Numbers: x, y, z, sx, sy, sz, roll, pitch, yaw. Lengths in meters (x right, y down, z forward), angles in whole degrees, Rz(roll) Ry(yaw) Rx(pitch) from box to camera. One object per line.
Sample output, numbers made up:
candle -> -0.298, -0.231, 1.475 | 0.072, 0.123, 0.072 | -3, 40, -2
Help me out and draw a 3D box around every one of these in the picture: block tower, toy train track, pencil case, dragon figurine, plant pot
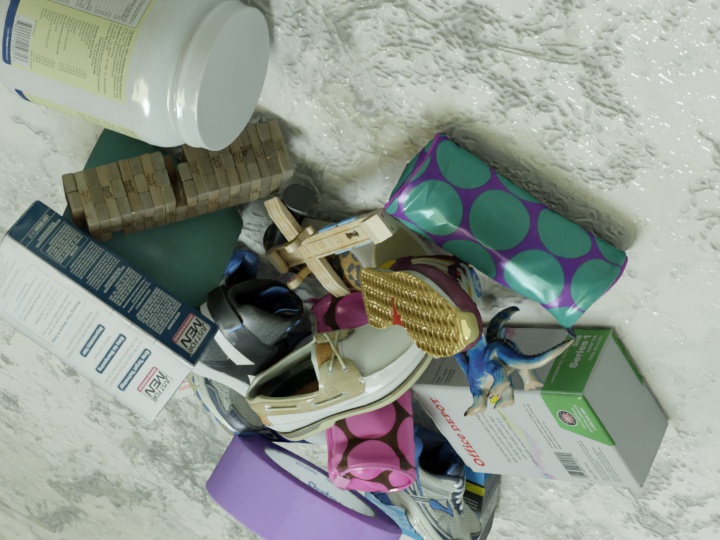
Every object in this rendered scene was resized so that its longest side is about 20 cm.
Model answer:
block tower -> -0.164, -0.079, 1.440 | 0.058, 0.200, 0.054 | 112, 140, -71
toy train track -> -0.035, -0.020, 1.435 | 0.115, 0.033, 0.200 | 52, 148, -13
pencil case -> 0.122, -0.032, 1.348 | 0.200, 0.085, 0.092 | 33, -175, -2
dragon figurine -> 0.116, 0.067, 1.420 | 0.200, 0.059, 0.100 | 128, 127, -64
plant pot -> -0.209, -0.023, 1.557 | 0.161, 0.201, 0.201 | 23, 150, -7
pencil case -> 0.000, 0.116, 1.558 | 0.093, 0.200, 0.091 | 3, 158, -28

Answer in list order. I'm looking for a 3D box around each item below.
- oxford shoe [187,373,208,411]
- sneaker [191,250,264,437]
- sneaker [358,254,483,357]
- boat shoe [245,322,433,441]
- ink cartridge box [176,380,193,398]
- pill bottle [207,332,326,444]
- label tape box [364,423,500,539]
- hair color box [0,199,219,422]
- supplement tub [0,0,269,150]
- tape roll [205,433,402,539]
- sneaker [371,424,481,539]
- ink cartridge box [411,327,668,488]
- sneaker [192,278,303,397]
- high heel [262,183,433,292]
oxford shoe -> -0.195, 0.067, 1.688 | 0.071, 0.074, 0.200 | -35, 78, 36
sneaker -> -0.125, 0.069, 1.635 | 0.077, 0.200, 0.085 | 6, 153, -45
sneaker -> 0.071, 0.019, 1.358 | 0.200, 0.090, 0.075 | -156, 52, -65
boat shoe -> -0.018, 0.092, 1.473 | 0.200, 0.075, 0.068 | -34, 133, 23
ink cartridge box -> -0.204, 0.077, 1.809 | 0.200, 0.068, 0.116 | 43, 148, -19
pill bottle -> -0.061, 0.125, 1.703 | 0.200, 0.120, 0.120 | -3, 136, 43
label tape box -> 0.081, 0.226, 1.778 | 0.144, 0.063, 0.200 | 21, 141, 16
hair color box -> -0.237, 0.037, 1.425 | 0.200, 0.061, 0.100 | 36, 132, -5
supplement tub -> -0.192, -0.187, 1.336 | 0.200, 0.145, 0.145 | 20, 148, 18
tape roll -> -0.058, 0.243, 1.634 | 0.200, 0.066, 0.200 | 30, -179, 0
sneaker -> 0.079, 0.225, 1.648 | 0.085, 0.077, 0.200 | -35, 132, 14
ink cartridge box -> 0.172, 0.130, 1.541 | 0.200, 0.084, 0.145 | 0, 138, 40
sneaker -> -0.081, 0.069, 1.529 | 0.112, 0.073, 0.200 | -36, 148, 21
high heel -> 0.000, 0.000, 1.527 | 0.200, 0.071, 0.143 | 33, 156, 3
